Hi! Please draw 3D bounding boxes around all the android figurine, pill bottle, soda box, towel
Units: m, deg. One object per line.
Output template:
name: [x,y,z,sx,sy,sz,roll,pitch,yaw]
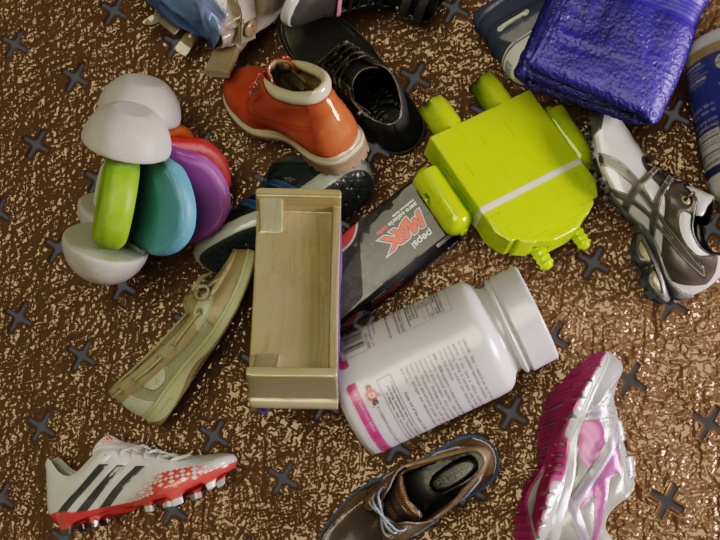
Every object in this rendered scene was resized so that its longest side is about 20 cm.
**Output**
android figurine: [0.145,-0.094,1.195,0.181,0.041,0.201,-28,74,-21]
pill bottle: [0.374,-0.120,1.150,0.119,0.120,0.201,-11,79,8]
soda box: [0.000,0.000,1.223,0.200,0.063,0.071,-38,76,1]
pill bottle: [0.076,0.081,1.170,0.199,0.113,0.114,-25,77,5]
towel: [0.241,-0.245,1.152,0.147,0.050,0.201,21,80,16]

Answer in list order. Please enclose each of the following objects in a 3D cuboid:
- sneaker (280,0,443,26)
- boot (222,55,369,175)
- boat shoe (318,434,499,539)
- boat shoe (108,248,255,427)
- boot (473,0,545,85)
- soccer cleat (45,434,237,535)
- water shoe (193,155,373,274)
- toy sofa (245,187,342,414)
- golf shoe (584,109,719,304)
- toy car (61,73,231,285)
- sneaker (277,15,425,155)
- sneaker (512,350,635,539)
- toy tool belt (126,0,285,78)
sneaker: [0.019,-0.279,1.240,0.200,0.071,0.099,-36,75,-24]
boot: [-0.078,-0.176,1.222,0.075,0.107,0.200,-46,47,-16]
boat shoe: [0.039,0.216,1.174,0.200,0.072,0.072,-37,76,2]
boat shoe: [-0.171,0.057,1.224,0.063,0.073,0.201,32,102,-9]
boot: [0.213,-0.266,1.232,0.199,0.073,0.091,-27,58,-7]
soccer cleat: [-0.219,0.197,1.227,0.199,0.069,0.086,-18,82,11]
water shoe: [-0.079,-0.065,1.257,0.199,0.072,0.079,-27,47,8]
toy sofa: [-0.058,0.030,1.145,0.082,0.098,0.201,1,60,-1]
golf shoe: [0.281,-0.071,1.171,0.094,0.078,0.201,-25,86,28]
toy car: [-0.199,-0.082,1.213,0.149,0.200,0.176,14,114,-8]
sneaker: [-0.013,-0.207,1.239,0.075,0.106,0.200,-45,76,0]
sneaker: [0.210,0.174,1.154,0.088,0.081,0.201,23,76,-11]
toy tool belt: [-0.182,-0.287,1.276,0.199,0.125,0.123,33,79,14]
